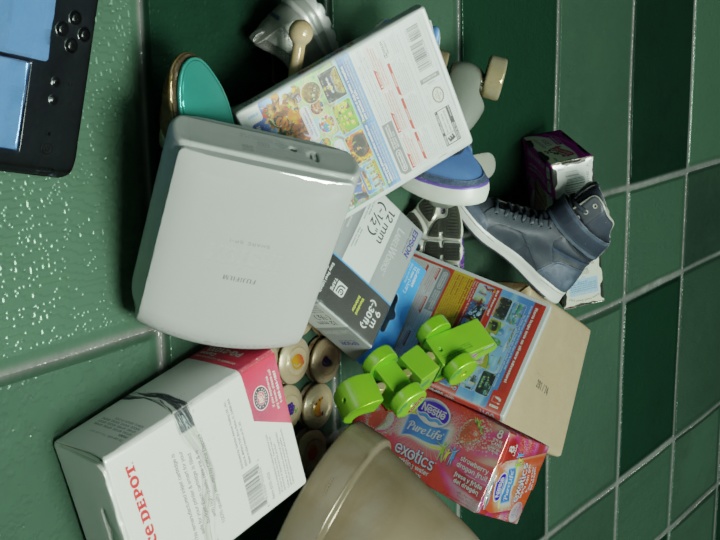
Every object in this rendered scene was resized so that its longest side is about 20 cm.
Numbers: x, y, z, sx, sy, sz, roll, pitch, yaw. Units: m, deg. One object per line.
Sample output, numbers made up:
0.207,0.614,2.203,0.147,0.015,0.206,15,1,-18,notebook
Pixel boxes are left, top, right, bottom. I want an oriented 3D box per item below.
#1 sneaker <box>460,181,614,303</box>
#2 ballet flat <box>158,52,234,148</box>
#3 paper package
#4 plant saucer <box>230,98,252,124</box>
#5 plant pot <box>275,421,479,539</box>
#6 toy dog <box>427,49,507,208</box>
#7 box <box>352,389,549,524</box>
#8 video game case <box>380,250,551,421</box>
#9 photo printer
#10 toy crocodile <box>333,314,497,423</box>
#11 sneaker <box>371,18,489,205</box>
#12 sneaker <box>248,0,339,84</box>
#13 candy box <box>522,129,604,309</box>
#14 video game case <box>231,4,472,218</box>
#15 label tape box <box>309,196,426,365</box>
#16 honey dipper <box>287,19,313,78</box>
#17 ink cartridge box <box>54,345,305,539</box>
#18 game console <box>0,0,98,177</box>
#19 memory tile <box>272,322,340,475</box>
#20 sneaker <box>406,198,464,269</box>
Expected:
0.216,-0.075,1.296,0.201,0.146,0.077,38,24,-12,sneaker
-0.137,-0.100,0.940,0.068,0.071,0.202,-52,133,-30,ballet flat
0.203,0.129,1.395,0.199,0.102,0.194,29,74,-49,paper package
-0.057,-0.148,1.007,0.197,0.019,0.071,-24,126,-18,plant saucer
0.024,0.283,1.081,0.201,0.171,0.201,-55,162,-27,plant pot
0.103,-0.160,1.220,0.201,0.131,0.097,-55,167,-19,toy dog
0.095,0.192,1.184,0.099,0.198,0.097,27,87,-49,box
0.095,0.064,1.175,0.144,0.197,0.018,-61,162,-22,video game case
-0.105,-0.021,0.908,0.163,0.070,0.202,10,122,-18,photo printer
0.061,0.104,1.104,0.198,0.068,0.062,-25,152,-33,toy crocodile
0.063,-0.170,1.066,0.080,0.200,0.149,-17,131,-34,sneaker
-0.051,-0.179,1.055,0.081,0.075,0.202,-34,129,-9,sneaker
0.269,-0.070,1.415,0.060,0.137,0.204,-12,112,-3,candy box
-0.003,-0.133,0.977,0.198,0.018,0.145,-31,120,-9,video game case
0.000,0.000,1.101,0.199,0.066,0.145,40,62,-29,label tape box
-0.070,-0.130,0.980,0.038,0.038,0.204,-16,122,-49,honey dipper
-0.156,0.173,0.950,0.199,0.083,0.147,-31,118,-41,ink cartridge box
-0.283,-0.166,0.775,0.198,0.031,0.181,3,94,-51,game console
-0.074,0.119,1.108,0.152,0.017,0.204,7,91,-52,memory tile
0.093,0.003,1.271,0.083,0.079,0.204,-43,137,-60,sneaker
